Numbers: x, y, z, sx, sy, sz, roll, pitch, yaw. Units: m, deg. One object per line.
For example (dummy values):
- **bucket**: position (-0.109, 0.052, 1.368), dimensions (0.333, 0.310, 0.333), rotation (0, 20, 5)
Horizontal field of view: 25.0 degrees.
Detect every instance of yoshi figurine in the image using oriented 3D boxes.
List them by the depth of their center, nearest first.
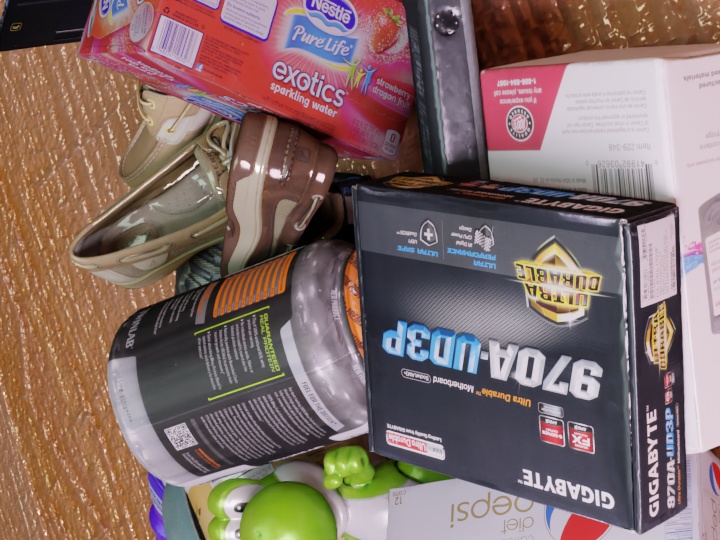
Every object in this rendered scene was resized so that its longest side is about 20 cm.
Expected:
- **yoshi figurine**: position (0.004, 0.159, 1.027), dimensions (0.112, 0.197, 0.114), rotation (105, 159, -62)

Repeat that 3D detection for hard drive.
- **hard drive**: position (0.055, -0.071, 0.973), dimensions (0.140, 0.032, 0.203), rotation (-101, 4, -79)

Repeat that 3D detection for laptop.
- **laptop**: position (-0.143, -0.204, 1.149), dimensions (0.104, 0.176, 0.201), rotation (58, 141, 25)

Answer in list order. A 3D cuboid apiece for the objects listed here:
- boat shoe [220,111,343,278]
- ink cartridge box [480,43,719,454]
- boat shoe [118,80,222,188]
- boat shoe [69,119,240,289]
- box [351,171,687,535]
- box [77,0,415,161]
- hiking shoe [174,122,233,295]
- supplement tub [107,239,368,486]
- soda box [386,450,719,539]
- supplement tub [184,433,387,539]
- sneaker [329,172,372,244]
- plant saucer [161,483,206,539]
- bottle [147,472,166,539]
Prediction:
- **boat shoe**: position (-0.049, -0.032, 1.051), dimensions (0.203, 0.074, 0.076), rotation (107, 174, -72)
- **ink cartridge box**: position (0.147, -0.017, 0.876), dimensions (0.147, 0.085, 0.203), rotation (7, 107, 54)
- **boat shoe**: position (-0.132, -0.138, 1.205), dimensions (0.200, 0.066, 0.074), rotation (-48, 37, 29)
- **boat shoe**: position (-0.121, -0.056, 1.176), dimensions (0.199, 0.063, 0.074), rotation (-30, 70, 17)
- **box**: position (0.081, 0.036, 0.861), dimensions (0.199, 0.046, 0.161), rotation (11, 110, 47)
- **box**: position (-0.062, -0.146, 1.016), dimensions (0.095, 0.199, 0.101), rotation (10, 82, 53)
- **hiking shoe**: position (-0.096, -0.012, 1.235), dimensions (0.100, 0.075, 0.203), rotation (-17, 86, 59)
- **supplement tub**: position (-0.051, 0.056, 1.026), dimensions (0.198, 0.122, 0.124), rotation (-19, 85, 28)
- **soda box**: position (0.112, 0.150, 0.916), dimensions (0.198, 0.068, 0.064), rotation (-14, 58, 32)
- **supplement tub**: position (-0.042, 0.170, 1.158), dimensions (0.144, 0.143, 0.202), rotation (-47, 62, 50)
- **sneaker**: position (0.000, 0.000, 1.102), dimensions (0.200, 0.072, 0.113), rotation (38, 131, 44)
- **plant saucer**: position (-0.101, 0.226, 1.245), dimensions (0.201, 0.036, 0.200), rotation (61, -173, -14)
- **bottle**: position (-0.142, 0.173, 1.371), dimensions (0.083, 0.065, 0.202), rotation (43, 133, 38)
